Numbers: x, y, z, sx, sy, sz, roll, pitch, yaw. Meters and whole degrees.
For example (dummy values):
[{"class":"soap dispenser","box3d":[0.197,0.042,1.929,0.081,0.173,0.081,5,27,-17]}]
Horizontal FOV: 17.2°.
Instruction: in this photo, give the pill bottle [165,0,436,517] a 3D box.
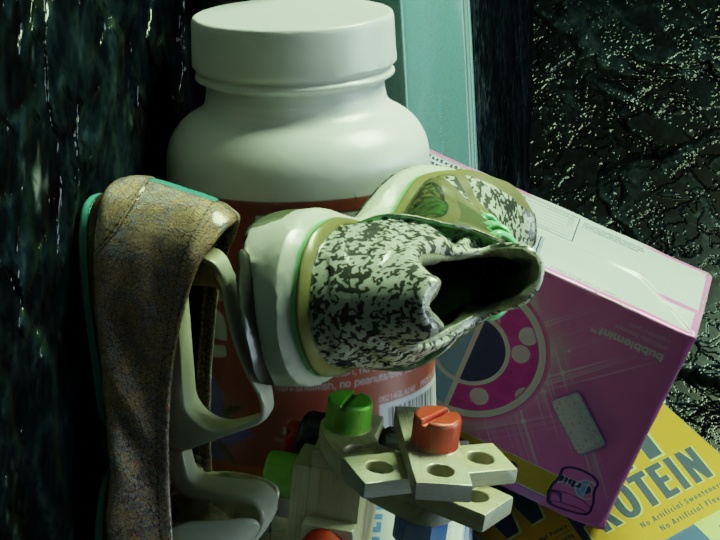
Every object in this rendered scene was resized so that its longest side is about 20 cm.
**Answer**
[{"class":"pill bottle","box3d":[-0.025,-0.008,0.995,0.112,0.111,0.202,-62,151,-73]}]

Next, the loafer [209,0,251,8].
[{"class":"loafer","box3d":[-0.032,-0.141,1.046,0.070,0.070,0.201,-35,141,-40]}]

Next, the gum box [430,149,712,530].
[{"class":"gum box","box3d":[0.048,0.021,1.101,0.066,0.199,0.114,-60,173,-60]}]

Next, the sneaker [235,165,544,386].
[{"class":"sneaker","box3d":[0.035,0.006,0.896,0.200,0.088,0.078,-23,113,-60]}]

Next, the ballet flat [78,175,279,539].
[{"class":"ballet flat","box3d":[-0.065,0.066,0.871,0.068,0.067,0.202,-57,147,-69]}]

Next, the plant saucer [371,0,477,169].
[{"class":"plant saucer","box3d":[0.034,-0.069,1.167,0.070,0.019,0.202,-13,103,-50]}]

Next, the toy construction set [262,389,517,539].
[{"class":"toy construction set","box3d":[-0.010,0.126,0.902,0.131,0.091,0.201,-60,172,-67]}]

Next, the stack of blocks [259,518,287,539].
[{"class":"stack of blocks","box3d":[-0.036,0.166,1.115,0.116,0.058,0.201,81,12,-50]}]

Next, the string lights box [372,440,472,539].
[{"class":"string lights box","box3d":[0.023,0.187,1.109,0.103,0.058,0.201,-81,170,-51]}]

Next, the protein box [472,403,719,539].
[{"class":"protein box","box3d":[0.114,0.178,1.209,0.200,0.134,0.200,43,-32,40]}]
